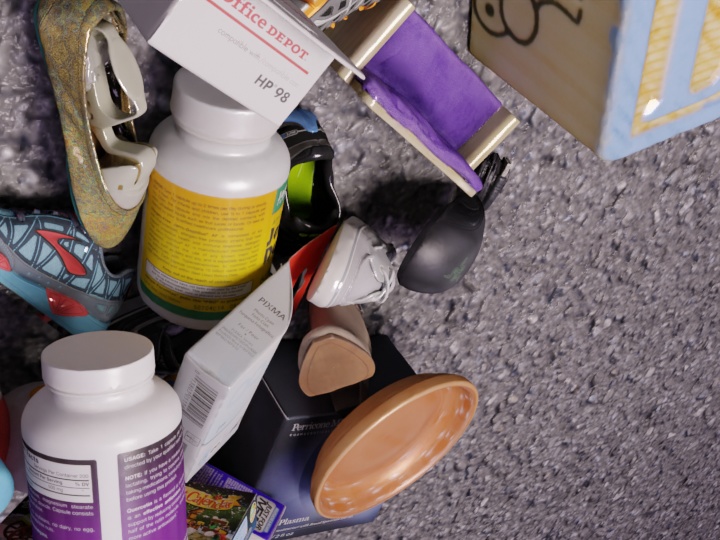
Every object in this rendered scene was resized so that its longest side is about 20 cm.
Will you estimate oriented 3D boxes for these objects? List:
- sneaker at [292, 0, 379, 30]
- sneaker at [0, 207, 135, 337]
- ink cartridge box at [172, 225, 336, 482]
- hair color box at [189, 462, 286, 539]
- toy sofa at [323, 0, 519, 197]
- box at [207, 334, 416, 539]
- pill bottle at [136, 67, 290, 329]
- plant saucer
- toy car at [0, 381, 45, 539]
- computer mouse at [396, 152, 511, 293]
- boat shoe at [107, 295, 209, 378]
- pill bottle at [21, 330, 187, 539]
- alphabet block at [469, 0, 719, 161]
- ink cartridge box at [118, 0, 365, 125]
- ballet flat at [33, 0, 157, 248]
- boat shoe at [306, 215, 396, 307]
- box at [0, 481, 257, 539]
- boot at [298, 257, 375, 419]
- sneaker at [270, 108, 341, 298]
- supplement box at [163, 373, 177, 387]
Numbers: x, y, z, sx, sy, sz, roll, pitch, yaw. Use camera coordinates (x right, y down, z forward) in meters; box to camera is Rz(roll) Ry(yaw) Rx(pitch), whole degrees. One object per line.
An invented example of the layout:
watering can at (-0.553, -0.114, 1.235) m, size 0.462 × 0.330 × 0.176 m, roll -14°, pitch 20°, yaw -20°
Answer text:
sneaker at (-0.018, -0.222, 0.684) m, size 0.200 × 0.078 × 0.077 m, roll -40°, pitch 149°, yaw 4°
sneaker at (-0.252, -0.025, 0.710) m, size 0.096 × 0.079 × 0.200 m, roll -51°, pitch 146°, yaw -12°
ink cartridge box at (-0.085, 0.069, 0.764) m, size 0.200 × 0.047 × 0.160 m, roll -43°, pitch 167°, yaw -42°
hair color box at (-0.189, 0.243, 0.904) m, size 0.109 × 0.200 × 0.065 m, roll -62°, pitch 177°, yaw 26°
toy sofa at (0.060, -0.154, 0.785) m, size 0.083 × 0.098 × 0.200 m, roll -47°, pitch 138°, yaw 10°
box at (-0.054, 0.186, 0.998) m, size 0.200 × 0.123 × 0.199 m, roll -1°, pitch 126°, yaw -37°
pill bottle at (-0.118, -0.060, 0.729) m, size 0.113 × 0.113 × 0.200 m, roll -9°, pitch 131°, yaw -30°
plant saucer at (0.030, 0.171, 0.907) m, size 0.200 × 0.037 × 0.200 m, roll -29°, pitch 148°, yaw -20°
toy car at (-0.287, 0.133, 0.746) m, size 0.200 × 0.184 × 0.177 m, roll -19°, pitch 137°, yaw -40°
computer mouse at (0.096, -0.032, 0.881) m, size 0.139 × 0.053 × 0.200 m, roll -60°, pitch 171°, yaw 28°
boat shoe at (-0.188, 0.067, 0.828) m, size 0.200 × 0.068 × 0.072 m, roll -27°, pitch 138°, yaw -14°
pill bottle at (-0.186, 0.151, 0.662) m, size 0.112 × 0.112 × 0.200 m, roll -9°, pitch 109°, yaw -30°
alphabet block at (0.225, -0.241, 0.748) m, size 0.196 × 0.200 × 0.196 m, roll -21°, pitch 137°, yaw -19°
ink cartridge box at (-0.094, -0.170, 0.577) m, size 0.067 × 0.200 × 0.116 m, roll -48°, pitch 139°, yaw 13°
ballet flat at (-0.180, -0.102, 0.648) m, size 0.071 × 0.071 × 0.200 m, roll -18°, pitch 122°, yaw -22°
boat shoe at (0.000, 0.000, 0.818) m, size 0.072 × 0.068 × 0.200 m, roll -63°, pitch 180°, yaw 7°
box at (-0.207, 0.233, 0.795) m, size 0.200 × 0.137 × 0.038 m, roll 7°, pitch 112°, yaw 10°
boot at (-0.028, 0.051, 0.869) m, size 0.070 × 0.146 × 0.200 m, roll -11°, pitch 148°, yaw 1°
sneaker at (-0.064, -0.044, 0.806) m, size 0.071 × 0.083 × 0.200 m, roll -10°, pitch 133°, yaw -29°
supplement box at (-0.183, 0.154, 0.832) m, size 0.069 × 0.066 × 0.200 m, roll -67°, pitch 174°, yaw 25°
